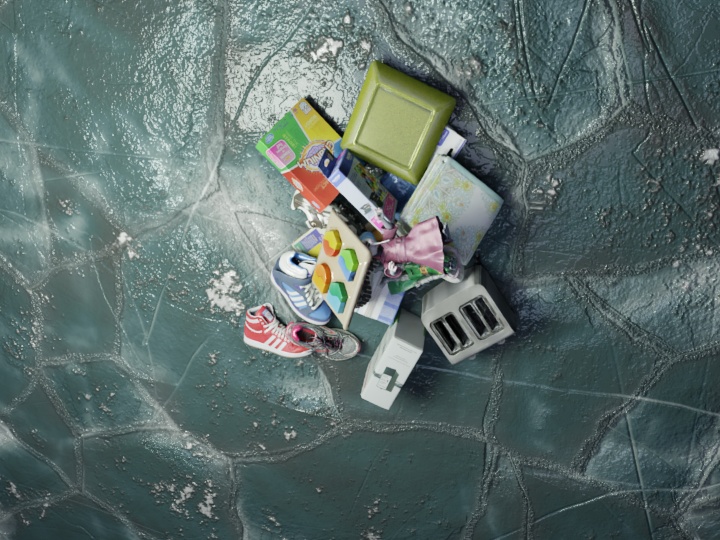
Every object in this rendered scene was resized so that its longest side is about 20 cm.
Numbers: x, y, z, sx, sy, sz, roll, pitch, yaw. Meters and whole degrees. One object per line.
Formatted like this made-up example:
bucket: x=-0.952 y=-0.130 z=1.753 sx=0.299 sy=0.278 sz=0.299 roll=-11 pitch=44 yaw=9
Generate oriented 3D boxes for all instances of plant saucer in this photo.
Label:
plant saucer: x=0.073 y=-0.305 z=1.225 sx=0.197 sy=0.048 sz=0.202 roll=25 pitch=114 yaw=2

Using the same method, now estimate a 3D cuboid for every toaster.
toaster: x=0.252 y=0.099 z=1.374 sx=0.179 sy=0.119 sz=0.201 roll=-31 pitch=105 yaw=21

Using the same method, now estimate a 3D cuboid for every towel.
towel: x=0.124 y=-0.148 z=1.329 sx=0.199 sy=0.049 sz=0.112 roll=39 pitch=116 yaw=-7
towel: x=0.010 y=0.037 z=1.381 sx=0.197 sy=0.024 sz=0.149 roll=22 pitch=110 yaw=-4
towel: x=0.201 y=-0.134 z=1.266 sx=0.198 sy=0.048 sz=0.173 roll=32 pitch=94 yaw=-21

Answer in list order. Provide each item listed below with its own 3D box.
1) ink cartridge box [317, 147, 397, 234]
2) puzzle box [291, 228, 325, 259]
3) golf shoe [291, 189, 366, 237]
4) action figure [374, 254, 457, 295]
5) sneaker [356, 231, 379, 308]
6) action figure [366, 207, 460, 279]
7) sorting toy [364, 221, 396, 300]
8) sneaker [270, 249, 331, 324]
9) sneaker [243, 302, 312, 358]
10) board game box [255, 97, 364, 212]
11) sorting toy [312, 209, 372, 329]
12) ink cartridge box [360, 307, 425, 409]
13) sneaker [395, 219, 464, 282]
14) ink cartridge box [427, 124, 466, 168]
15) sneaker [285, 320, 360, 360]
ink cartridge box: x=-0.003 y=-0.181 z=1.236 sx=0.199 sy=0.120 sz=0.042 roll=41 pitch=119 yaw=-16
puzzle box: x=-0.060 y=-0.028 z=1.431 sx=0.132 sy=0.026 sz=0.201 roll=-33 pitch=103 yaw=23
golf shoe: x=-0.073 y=-0.123 z=1.346 sx=0.199 sy=0.078 sz=0.095 roll=40 pitch=105 yaw=3
action figure: x=0.123 y=-0.005 z=1.279 sx=0.197 sy=0.055 sz=0.120 roll=-12 pitch=117 yaw=35
sneaker: x=0.000 y=0.000 z=1.315 sx=0.077 sy=0.091 sz=0.202 roll=17 pitch=124 yaw=-10
action figure: x=0.094 y=-0.050 z=1.194 sx=0.196 sy=0.148 sz=0.137 roll=-5 pitch=75 yaw=26
sorting toy: x=0.044 y=-0.012 z=1.388 sx=0.200 sy=0.037 sz=0.185 roll=-43 pitch=101 yaw=12
sneaker: x=-0.127 y=0.038 z=1.416 sx=0.200 sy=0.081 sz=0.146 roll=45 pitch=144 yaw=-4
sneaker: x=-0.213 y=0.154 z=1.517 sx=0.196 sy=0.072 sz=0.115 roll=11 pitch=119 yaw=9
board game box: x=-0.108 y=-0.254 z=1.277 sx=0.200 sy=0.154 sz=0.040 roll=44 pitch=156 yaw=-11
sorting toy: x=-0.050 y=-0.004 z=1.247 sx=0.036 sy=0.201 sz=0.188 roll=0 pitch=124 yaw=-30
ink cartridge box: x=0.083 y=0.220 z=1.447 sx=0.082 sy=0.147 sz=0.202 roll=25 pitch=117 yaw=-3
sneaker: x=0.148 y=-0.034 z=1.325 sx=0.199 sy=0.077 sz=0.081 roll=37 pitch=132 yaw=0
ink cartridge box: x=0.125 y=-0.300 z=1.266 sx=0.198 sy=0.039 sz=0.100 roll=33 pitch=115 yaw=-3
sneaker: x=-0.093 y=0.183 z=1.477 sx=0.196 sy=0.075 sz=0.082 roll=14 pitch=84 yaw=-15
